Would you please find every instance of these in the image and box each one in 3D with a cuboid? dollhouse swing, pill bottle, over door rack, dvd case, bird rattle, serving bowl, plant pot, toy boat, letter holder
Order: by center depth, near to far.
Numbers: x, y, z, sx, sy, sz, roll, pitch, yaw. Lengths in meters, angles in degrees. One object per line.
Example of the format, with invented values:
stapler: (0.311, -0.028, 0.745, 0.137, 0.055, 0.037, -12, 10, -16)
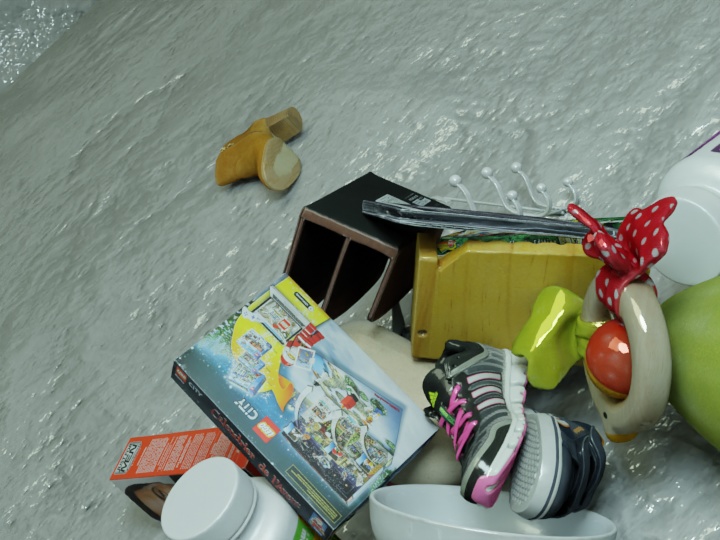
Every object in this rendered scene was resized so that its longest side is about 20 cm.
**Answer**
plant pot: (0.314, 0.072, 0.915, 0.187, 0.187, 0.200, -46, 18, -11)
bird rattle: (0.212, 0.044, 0.930, 0.112, 0.200, 0.164, -2, 58, -19)
serving bowl: (0.102, 0.223, 0.939, 0.200, 0.199, 0.066, 6, 88, 47)
pill bottle: (-0.082, 0.254, 1.033, 0.111, 0.200, 0.111, -26, 35, 21)
pill bottle: (0.335, -0.066, 1.044, 0.112, 0.113, 0.200, 4, 29, 46)
dvd case: (0.113, -0.044, 1.046, 0.149, 0.199, 0.016, -153, 68, -76)
dollhouse swing: (0.150, -0.009, 1.105, 0.199, 0.182, 0.176, 3, 44, 1)
toy boat: (0.034, 0.147, 1.128, 0.199, 0.131, 0.131, 28, 68, 21)
letter holder: (0.000, 0.000, 1.166, 0.143, 0.100, 0.200, -70, -12, 19)
over door rack: (0.120, -0.079, 1.294, 0.199, 0.067, 0.147, -4, 7, 37)

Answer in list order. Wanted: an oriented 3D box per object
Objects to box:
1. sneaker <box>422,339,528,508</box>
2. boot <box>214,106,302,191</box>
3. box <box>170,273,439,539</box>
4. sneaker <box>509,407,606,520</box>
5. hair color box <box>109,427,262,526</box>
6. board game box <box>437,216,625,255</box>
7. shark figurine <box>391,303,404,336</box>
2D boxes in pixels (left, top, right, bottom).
sneaker: (0.090, 0.122, 0.986, 0.200, 0.087, 0.074, -72, 1, -59)
boot: (-0.160, -0.155, 1.740, 0.144, 0.071, 0.202, -28, 31, 27)
box: (-0.049, 0.115, 1.020, 0.136, 0.200, 0.038, -39, -14, -28)
sneaker: (0.164, 0.158, 0.957, 0.200, 0.079, 0.079, -59, -11, -83)
hair color box: (-0.159, 0.221, 1.242, 0.199, 0.102, 0.061, -12, 41, 36)
board game box: (0.187, -0.037, 1.239, 0.199, 0.024, 0.105, -2, 7, 43)
shark figurine: (-0.034, 0.110, 1.271, 0.214, 0.090, 0.128, -33, 34, 12)
